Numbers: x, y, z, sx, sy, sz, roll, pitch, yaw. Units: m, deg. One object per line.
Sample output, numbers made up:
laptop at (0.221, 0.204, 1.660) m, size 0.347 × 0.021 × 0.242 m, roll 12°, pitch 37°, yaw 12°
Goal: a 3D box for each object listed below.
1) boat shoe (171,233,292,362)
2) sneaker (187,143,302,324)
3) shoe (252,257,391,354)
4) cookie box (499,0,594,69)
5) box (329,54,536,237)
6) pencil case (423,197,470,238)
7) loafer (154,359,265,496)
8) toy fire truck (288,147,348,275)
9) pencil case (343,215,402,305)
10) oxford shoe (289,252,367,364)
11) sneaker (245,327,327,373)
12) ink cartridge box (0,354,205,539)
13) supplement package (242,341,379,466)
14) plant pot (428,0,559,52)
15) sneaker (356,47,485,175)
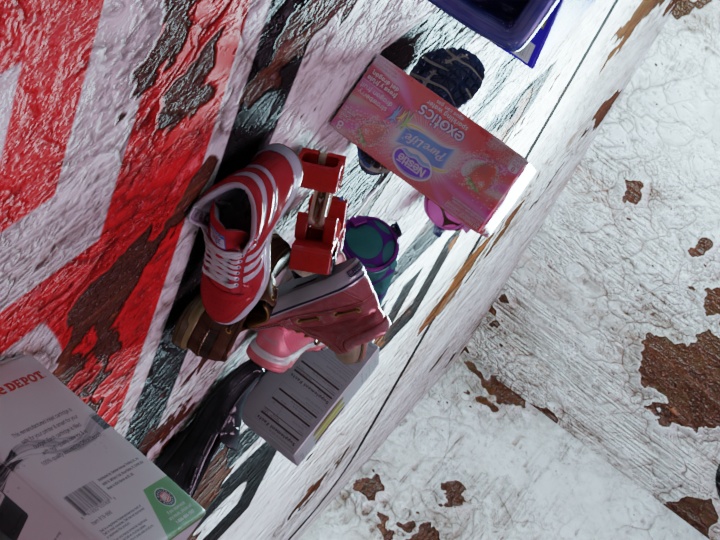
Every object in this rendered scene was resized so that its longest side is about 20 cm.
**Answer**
boat shoe at (-0.123, 0.033, 1.521) m, size 0.200 × 0.067 × 0.072 m, roll -49°, pitch 167°, yaw -48°
sneaker at (-0.125, -0.019, 1.348) m, size 0.112 × 0.071 × 0.201 m, roll -44°, pitch 159°, yaw -59°
shoe at (-0.056, 0.056, 1.626) m, size 0.200 × 0.091 × 0.071 m, roll -20°, pitch -167°, yaw 41°
cookie box at (0.274, -0.391, 1.884) m, size 0.200 × 0.075 × 0.171 m, roll -47°, pitch 168°, yaw -31°
box at (0.079, -0.131, 1.524) m, size 0.095 × 0.200 × 0.103 m, roll -54°, pitch 170°, yaw 5°
pencil case at (0.173, -0.123, 2.277) m, size 0.091 × 0.094 × 0.200 m, roll -60°, pitch 169°, yaw 31°
loafer at (-0.182, 0.203, 1.830) m, size 0.201 × 0.070 × 0.068 m, roll -52°, pitch 170°, yaw -7°
toy fire truck at (-0.042, -0.071, 1.551) m, size 0.200 × 0.049 × 0.142 m, roll -67°, pitch 166°, yaw -74°
pencil case at (0.000, 0.000, 1.931) m, size 0.085 × 0.093 × 0.200 m, roll -9°, pitch 157°, yaw -13°
oxford shoe at (-0.047, 0.050, 1.797) m, size 0.074 × 0.071 × 0.201 m, roll -42°, pitch 130°, yaw -29°
sneaker at (-0.071, 0.063, 1.861) m, size 0.200 × 0.074 × 0.087 m, roll -39°, pitch 158°, yaw -59°
ink cartridge box at (-0.240, 0.168, 1.097) m, size 0.083 × 0.200 × 0.147 m, roll -53°, pitch 170°, yaw 18°
supplement package at (-0.074, 0.170, 2.089) m, size 0.200 × 0.109 × 0.114 m, roll -51°, pitch 169°, yaw -11°
plant pot at (0.103, -0.305, 1.092) m, size 0.200 × 0.200 × 0.180 m, roll -57°, pitch 175°, yaw 17°
sneaker at (0.064, -0.186, 1.681) m, size 0.200 × 0.077 × 0.085 m, roll -42°, pitch 177°, yaw -17°
